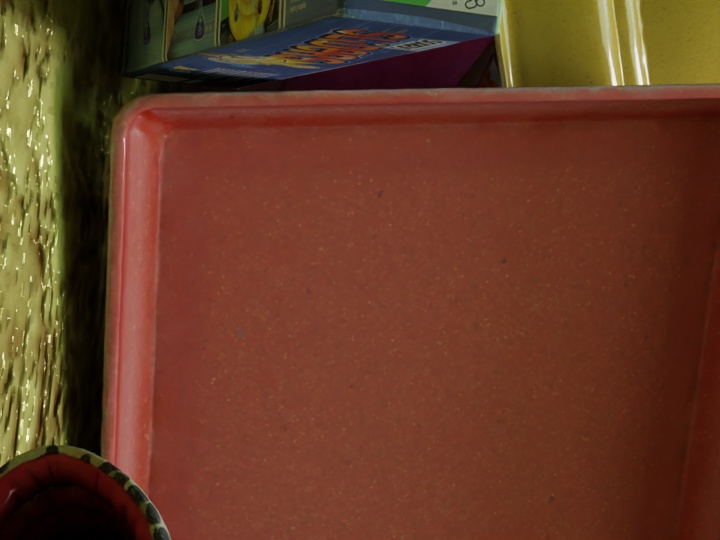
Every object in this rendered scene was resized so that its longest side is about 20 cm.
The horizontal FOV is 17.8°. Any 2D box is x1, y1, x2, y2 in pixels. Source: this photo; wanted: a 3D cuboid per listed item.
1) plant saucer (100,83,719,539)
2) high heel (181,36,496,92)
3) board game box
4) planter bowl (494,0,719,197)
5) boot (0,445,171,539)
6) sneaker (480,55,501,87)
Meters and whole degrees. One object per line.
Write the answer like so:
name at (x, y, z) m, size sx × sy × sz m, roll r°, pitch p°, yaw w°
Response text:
plant saucer at (0.023, 0.039, 0.641) m, size 0.037 × 0.200 × 0.200 m, roll -125°, pitch -144°, yaw -61°
high heel at (0.000, 0.000, 0.710) m, size 0.067 × 0.096 × 0.200 m, roll -40°, pitch 137°, yaw -49°
board game box at (-0.013, -0.114, 0.522) m, size 0.200 × 0.034 × 0.135 m, roll -174°, pitch -91°, yaw -72°
planter bowl at (0.093, -0.091, 0.712) m, size 0.200 × 0.083 × 0.201 m, roll -5°, pitch 90°, yaw -78°
boot at (-0.063, 0.155, 0.512) m, size 0.154 × 0.073 × 0.204 m, roll 78°, pitch 12°, yaw -56°
sneaker at (-0.006, -0.094, 0.794) m, size 0.076 × 0.092 × 0.200 m, roll 34°, pitch 31°, yaw -39°
